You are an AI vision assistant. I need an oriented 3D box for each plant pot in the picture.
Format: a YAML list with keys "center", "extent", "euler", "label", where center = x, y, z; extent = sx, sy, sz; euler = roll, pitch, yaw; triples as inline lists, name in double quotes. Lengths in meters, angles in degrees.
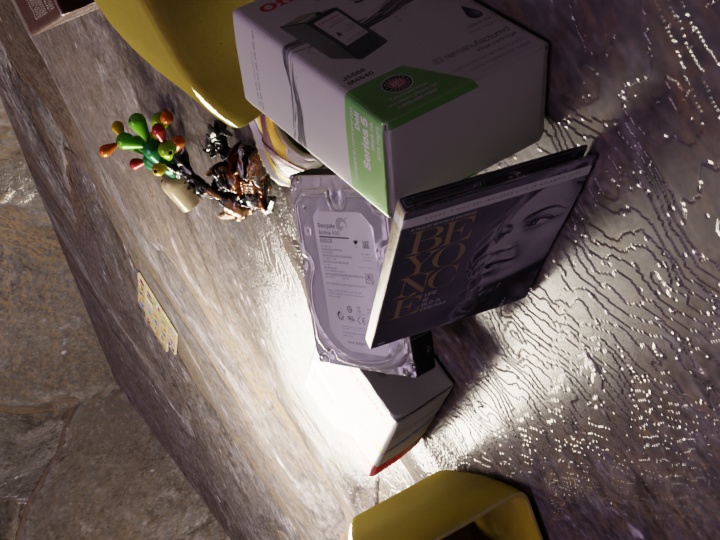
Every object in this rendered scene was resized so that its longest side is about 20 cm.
- center: [-0.124, -0.248, 0.906]
  extent: [0.195, 0.194, 0.201]
  euler: [40, 159, 41]
  label: "plant pot"
- center: [0.091, 0.338, 1.150]
  extent: [0.202, 0.199, 0.176]
  euler: [68, 168, -18]
  label: "plant pot"

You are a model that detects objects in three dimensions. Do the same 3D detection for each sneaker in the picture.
- center: [-0.096, -0.188, 1.075]
  extent: [0.201, 0.075, 0.090]
  euler: [56, 151, -4]
  label: "sneaker"

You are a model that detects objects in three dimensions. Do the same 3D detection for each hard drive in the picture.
- center: [0.000, 0.000, 1.018]
  extent: [0.139, 0.038, 0.202]
  euler: [5, 108, 43]
  label: "hard drive"

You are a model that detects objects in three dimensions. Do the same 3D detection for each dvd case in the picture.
- center: [0.084, -0.011, 0.777]
  extent: [0.201, 0.147, 0.016]
  euler: [101, 148, -58]
  label: "dvd case"

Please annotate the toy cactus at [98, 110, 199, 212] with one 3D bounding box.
- center: [-0.304, -0.159, 1.552]
  extent: [0.199, 0.102, 0.166]
  euler: [2, 129, 55]
  label: "toy cactus"

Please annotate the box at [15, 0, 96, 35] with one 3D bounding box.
- center: [-0.333, -0.393, 1.208]
  extent: [0.200, 0.163, 0.167]
  euler: [13, 130, 62]
  label: "box"

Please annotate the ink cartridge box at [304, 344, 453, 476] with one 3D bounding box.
- center: [0.016, 0.132, 1.186]
  extent: [0.148, 0.085, 0.200]
  euler: [54, 155, 17]
  label: "ink cartridge box"

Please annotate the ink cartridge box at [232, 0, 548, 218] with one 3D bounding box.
- center: [0.018, -0.146, 0.759]
  extent: [0.200, 0.145, 0.085]
  euler: [42, 151, 39]
  label: "ink cartridge box"

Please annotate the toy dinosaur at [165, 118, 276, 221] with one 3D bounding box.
- center: [-0.166, -0.108, 1.297]
  extent: [0.136, 0.102, 0.200]
  euler: [42, 134, 3]
  label: "toy dinosaur"

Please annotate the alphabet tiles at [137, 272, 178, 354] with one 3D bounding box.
- center: [-0.457, 0.110, 2.314]
  extent: [0.168, 0.008, 0.200]
  euler: [55, 158, 13]
  label: "alphabet tiles"
